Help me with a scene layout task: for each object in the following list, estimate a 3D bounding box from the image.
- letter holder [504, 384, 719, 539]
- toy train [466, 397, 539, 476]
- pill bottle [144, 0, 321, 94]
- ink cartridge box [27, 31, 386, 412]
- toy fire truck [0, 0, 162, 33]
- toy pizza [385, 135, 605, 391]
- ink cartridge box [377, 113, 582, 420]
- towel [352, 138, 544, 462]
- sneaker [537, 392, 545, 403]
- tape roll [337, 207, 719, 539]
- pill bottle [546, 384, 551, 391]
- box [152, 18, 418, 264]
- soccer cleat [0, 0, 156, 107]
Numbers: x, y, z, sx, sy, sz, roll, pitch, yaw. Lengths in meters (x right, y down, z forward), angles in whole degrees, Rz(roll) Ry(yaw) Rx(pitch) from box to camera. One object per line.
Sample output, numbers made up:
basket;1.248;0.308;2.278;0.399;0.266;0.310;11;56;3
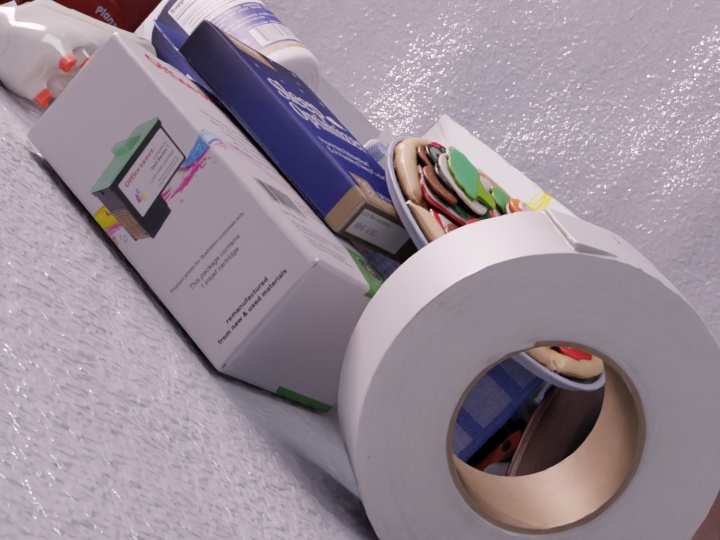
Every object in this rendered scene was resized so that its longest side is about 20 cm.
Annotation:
letter holder;0.177;0.130;1.097;0.143;0.100;0.200;51;34;-8
toy train;0.140;0.167;1.180;0.200;0.085;0.114;39;18;-33
pill bottle;-0.136;-0.219;1.692;0.200;0.111;0.111;47;8;27
ink cartridge box;-0.079;-0.026;1.026;0.200;0.084;0.145;48;8;26
toy fire truck;-0.207;-0.253;1.269;0.200;0.168;0.112;39;8;-34
toy pizza;0.093;-0.011;1.109;0.200;0.032;0.201;41;22;-20
ink cartridge box;0.065;0.003;1.255;0.199;0.129;0.125;37;51;8
towel;0.026;0.024;1.147;0.200;0.147;0.024;44;-21;8
sneaker;0.121;0.110;1.388;0.200;0.077;0.076;46;6;4
tape roll;0.090;0.075;0.926;0.202;0.203;0.071;41;8;-18
pill bottle;0.143;0.055;1.472;0.200;0.111;0.111;45;7;1
box;-0.039;-0.088;1.107;0.200;0.032;0.121;48;11;25
soccer cleat;-0.189;-0.142;1.161;0.077;0.069;0.200;42;10;11
